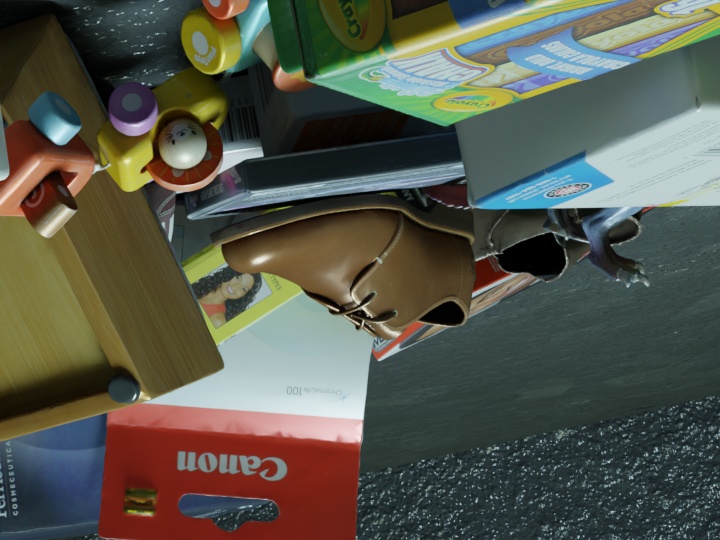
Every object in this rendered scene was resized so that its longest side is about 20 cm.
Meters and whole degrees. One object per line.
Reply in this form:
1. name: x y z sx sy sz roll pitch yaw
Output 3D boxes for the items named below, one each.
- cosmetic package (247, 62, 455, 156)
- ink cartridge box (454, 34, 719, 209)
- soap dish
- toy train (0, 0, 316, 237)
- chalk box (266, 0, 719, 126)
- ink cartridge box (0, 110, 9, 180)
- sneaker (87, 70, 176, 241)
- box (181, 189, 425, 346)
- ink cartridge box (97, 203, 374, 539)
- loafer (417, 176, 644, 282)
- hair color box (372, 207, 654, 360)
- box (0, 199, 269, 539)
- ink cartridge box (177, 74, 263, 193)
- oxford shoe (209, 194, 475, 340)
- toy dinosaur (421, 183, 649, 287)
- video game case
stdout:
1. cosmetic package: 0.048 -0.109 1.190 0.198 0.072 0.101 -9 169 -11
2. ink cartridge box: 0.155 -0.115 1.060 0.199 0.146 0.147 -1 165 -40
3. soap dish: -0.178 -0.008 1.159 0.156 0.201 0.081 -15 -157 23
4. toy train: -0.083 -0.076 1.049 0.200 0.056 0.150 -43 165 11
5. chalk box: 0.042 -0.135 0.910 0.199 0.126 0.124 -17 167 25
6. ink cartridge box: -0.222 -0.094 0.887 0.067 0.117 0.200 -15 167 25
7. sneaker: -0.183 -0.065 1.228 0.199 0.116 0.076 16 -148 -2
8. box: -0.060 -0.003 1.372 0.199 0.050 0.075 -33 -173 -3
9. ink cartridge box: -0.073 0.063 1.420 0.159 0.202 0.047 4 164 -4
10. loafer: 0.105 -0.025 1.426 0.073 0.072 0.199 -19 166 39
11. hair color box: 0.090 -0.017 1.541 0.199 0.062 0.101 -24 170 -38
12. box: -0.178 0.066 1.494 0.197 0.202 0.123 -5 172 -28
13. ink cartridge box: -0.088 -0.060 1.368 0.161 0.057 0.200 -11 164 -1
14. oxford shoe: 0.000 0.000 1.260 0.071 0.072 0.199 -16 167 39
15. toy dinosaur: 0.161 -0.087 1.263 0.199 0.183 0.105 13 -161 -22
16. video game case: -0.004 -0.048 1.165 0.142 0.019 0.200 -9 180 -12
